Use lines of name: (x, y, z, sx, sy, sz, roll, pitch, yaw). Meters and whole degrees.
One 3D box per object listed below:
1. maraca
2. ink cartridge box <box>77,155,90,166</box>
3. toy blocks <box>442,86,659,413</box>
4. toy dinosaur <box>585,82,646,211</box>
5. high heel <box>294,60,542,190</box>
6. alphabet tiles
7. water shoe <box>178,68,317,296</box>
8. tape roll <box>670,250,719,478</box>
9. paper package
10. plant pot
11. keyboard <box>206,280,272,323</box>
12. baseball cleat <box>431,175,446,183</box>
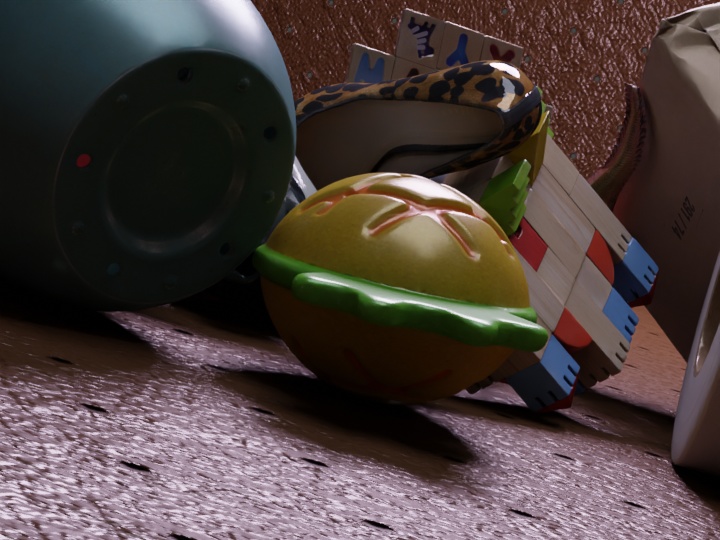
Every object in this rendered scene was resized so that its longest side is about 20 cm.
maraca: (0.018, 0.011, 1.039, 0.137, 0.107, 0.200, 9, 6, -7)
ink cartridge box: (-0.193, -0.052, 1.270, 0.116, 0.067, 0.200, 13, 7, -42)
toy blocks: (0.095, 0.010, 1.234, 0.137, 0.100, 0.200, 49, 37, -15)
toy dinosaur: (0.147, -0.003, 1.446, 0.105, 0.200, 0.181, 46, 6, 13)
high heel: (0.000, -0.063, 1.223, 0.200, 0.072, 0.143, -25, 11, 0)
alphabet tiles: (0.051, -0.066, 1.511, 0.166, 0.201, 0.006, 15, -7, -31)
water shoe: (-0.085, -0.068, 1.217, 0.079, 0.072, 0.200, 10, 34, -53)
tape roll: (0.253, 0.024, 1.155, 0.139, 0.203, 0.203, 16, 5, 3)
paper package: (0.246, -0.034, 1.383, 0.103, 0.200, 0.191, -20, 58, -21)
plant pot: (-0.123, -0.072, 1.057, 0.200, 0.201, 0.161, 13, 17, -41)
keyboard: (-0.062, 0.008, 1.309, 0.127, 0.021, 0.200, 19, 6, -19)
baseball cleat: (-0.004, -0.049, 1.406, 0.200, 0.070, 0.106, 17, 20, -30)
